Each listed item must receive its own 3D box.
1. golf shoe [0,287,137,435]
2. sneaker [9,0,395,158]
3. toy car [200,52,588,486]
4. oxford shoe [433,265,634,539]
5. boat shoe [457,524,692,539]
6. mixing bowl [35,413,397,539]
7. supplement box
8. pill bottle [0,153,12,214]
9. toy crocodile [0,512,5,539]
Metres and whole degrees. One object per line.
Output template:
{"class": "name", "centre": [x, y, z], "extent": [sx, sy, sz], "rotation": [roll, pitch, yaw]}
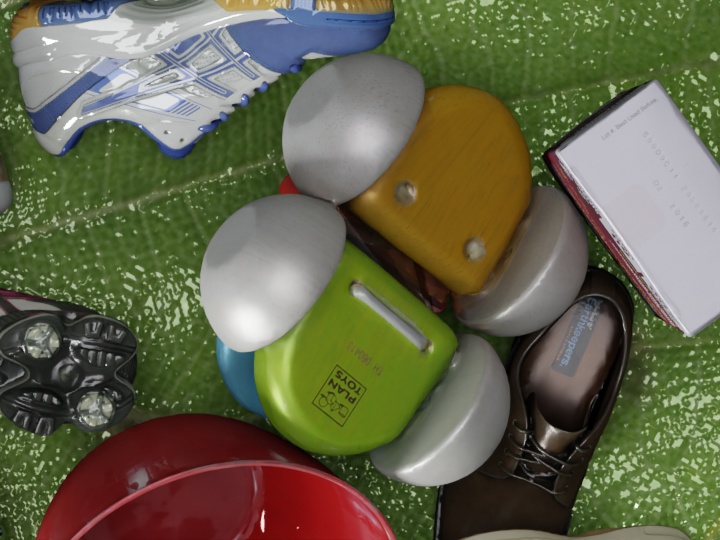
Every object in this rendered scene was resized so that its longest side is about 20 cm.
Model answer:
{"class": "golf shoe", "centre": [-0.212, 0.039, 1.438], "extent": [0.199, 0.088, 0.078], "rotation": [12, 98, -15]}
{"class": "sneaker", "centre": [-0.078, -0.105, 1.469], "extent": [0.198, 0.075, 0.089], "rotation": [-5, 103, 8]}
{"class": "toy car", "centre": [0.000, 0.000, 1.418], "extent": [0.175, 0.150, 0.201], "rotation": [39, 69, -27]}
{"class": "oxford shoe", "centre": [0.085, 0.094, 1.455], "extent": [0.072, 0.084, 0.201], "rotation": [18, 93, -1]}
{"class": "boat shoe", "centre": [0.096, 0.174, 1.421], "extent": [0.199, 0.069, 0.074], "rotation": [-8, 126, -24]}
{"class": "mixing bowl", "centre": [-0.087, 0.147, 1.428], "extent": [0.199, 0.109, 0.201], "rotation": [-11, 126, -15]}
{"class": "supplement box", "centre": [0.144, -0.031, 1.392], "extent": [0.061, 0.200, 0.109], "rotation": [-36, 90, 3]}
{"class": "pill bottle", "centre": [-0.258, -0.109, 1.443], "extent": [0.115, 0.116, 0.201], "rotation": [-18, 91, 2]}
{"class": "toy crocodile", "centre": [-0.236, 0.098, 1.477], "extent": [0.067, 0.062, 0.201], "rotation": [-32, 92, 34]}
